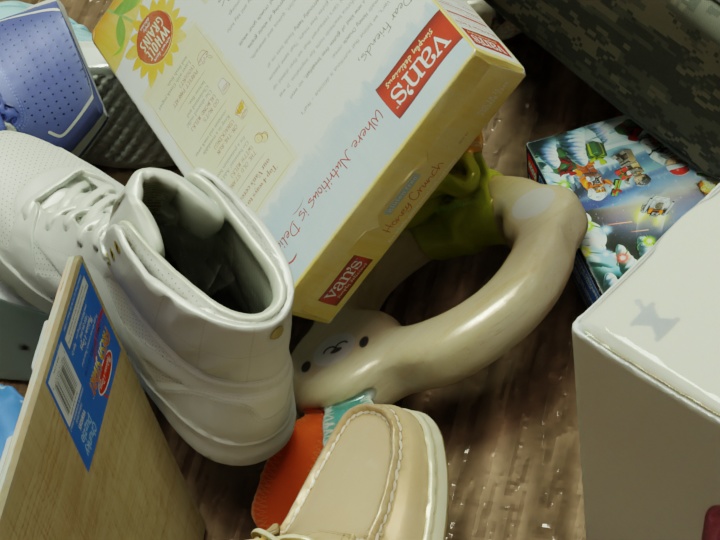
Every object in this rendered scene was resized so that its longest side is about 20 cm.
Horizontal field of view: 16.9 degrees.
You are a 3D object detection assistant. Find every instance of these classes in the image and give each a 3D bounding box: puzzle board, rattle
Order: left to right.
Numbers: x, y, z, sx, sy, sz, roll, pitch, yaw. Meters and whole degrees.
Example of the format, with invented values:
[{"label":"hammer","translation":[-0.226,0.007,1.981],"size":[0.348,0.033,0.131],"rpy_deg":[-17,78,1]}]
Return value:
[{"label":"puzzle board","translation":[-0.104,0.110,0.934],"size":[0.017,0.151,0.200],"rpy_deg":[-13,33,13]},{"label":"rattle","translation":[0.000,0.000,1.045],"size":[0.130,0.143,0.200],"rpy_deg":[28,60,38]}]

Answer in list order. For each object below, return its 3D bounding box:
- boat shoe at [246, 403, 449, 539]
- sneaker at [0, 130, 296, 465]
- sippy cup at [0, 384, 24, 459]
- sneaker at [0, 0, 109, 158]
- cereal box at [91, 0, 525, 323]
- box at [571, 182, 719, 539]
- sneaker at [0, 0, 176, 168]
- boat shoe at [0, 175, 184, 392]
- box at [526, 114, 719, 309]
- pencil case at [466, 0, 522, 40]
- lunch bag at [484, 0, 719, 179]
[{"label":"boat shoe","translation":[-0.025,0.135,0.946],"size":[0.074,0.069,0.201],"rpy_deg":[-11,53,49]},{"label":"sneaker","translation":[-0.097,-0.020,1.016],"size":[0.200,0.116,0.074],"rpy_deg":[39,59,22]},{"label":"sippy cup","translation":[-0.162,0.114,0.978],"size":[0.178,0.131,0.140],"rpy_deg":[30,60,28]},{"label":"sneaker","translation":[-0.216,-0.050,1.106],"size":[0.199,0.115,0.081],"rpy_deg":[-27,87,7]},{"label":"cereal box","translation":[-0.029,-0.095,1.056],"size":[0.144,0.039,0.200],"rpy_deg":[-51,51,20]},{"label":"box","translation":[0.164,0.071,0.927],"size":[0.109,0.200,0.128],"rpy_deg":[33,61,31]},{"label":"sneaker","translation":[-0.151,-0.105,1.202],"size":[0.199,0.074,0.082],"rpy_deg":[5,50,8]},{"label":"boat shoe","translation":[-0.133,0.000,1.117],"size":[0.199,0.071,0.091],"rpy_deg":[11,51,7]},{"label":"box","translation":[0.192,-0.029,1.115],"size":[0.199,0.040,0.137],"rpy_deg":[-17,51,-8]},{"label":"pencil case","translation":[0.079,-0.148,1.201],"size":[0.199,0.078,0.089],"rpy_deg":[-11,5,-3]},{"label":"lunch bag","translation":[0.159,-0.165,1.091],"size":[0.200,0.139,0.168],"rpy_deg":[39,70,10]}]
